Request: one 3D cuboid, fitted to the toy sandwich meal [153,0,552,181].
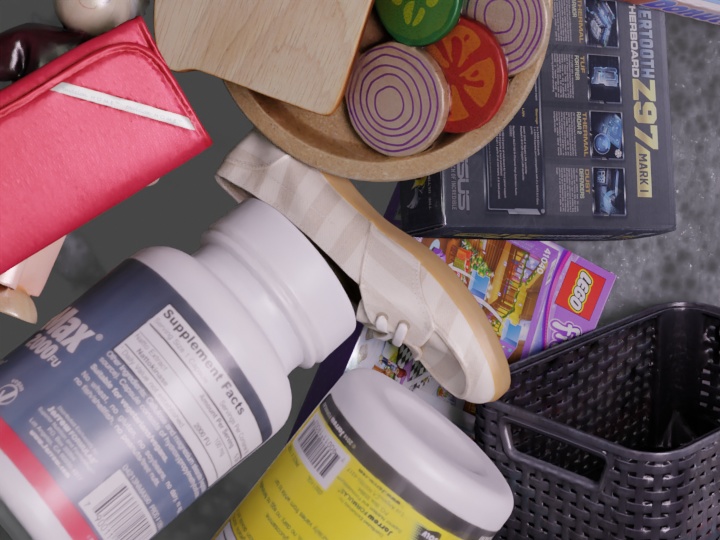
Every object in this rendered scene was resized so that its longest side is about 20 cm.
[{"bbox_3d":[-0.005,-0.136,1.023,0.204,0.070,0.207,4,104,15],"label":"toy sandwich meal"}]

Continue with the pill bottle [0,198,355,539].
[{"bbox_3d":[-0.105,0.058,1.046,0.200,0.119,0.120,-40,109,-17],"label":"pill bottle"}]

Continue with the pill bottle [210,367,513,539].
[{"bbox_3d":[-0.022,0.159,1.059,0.112,0.113,0.200,35,100,-23],"label":"pill bottle"}]

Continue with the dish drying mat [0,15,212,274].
[{"bbox_3d":[-0.174,-0.043,0.998,0.199,0.018,0.077,-32,102,-9],"label":"dish drying mat"}]

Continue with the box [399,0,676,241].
[{"bbox_3d":[0.095,-0.118,1.134,0.157,0.051,0.202,-1,86,-29],"label":"box"}]

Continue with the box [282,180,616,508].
[{"bbox_3d":[0.046,0.065,1.158,0.136,0.039,0.201,26,84,-23],"label":"box"}]

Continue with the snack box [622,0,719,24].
[{"bbox_3d":[0.189,-0.180,1.160,0.199,0.024,0.072,3,84,-49],"label":"snack box"}]

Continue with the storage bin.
[{"bbox_3d":[0.167,0.097,1.128,0.199,0.135,0.094,-18,116,-42],"label":"storage bin"}]

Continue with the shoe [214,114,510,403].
[{"bbox_3d":[0.000,0.000,1.082,0.053,0.070,0.200,-36,72,-19],"label":"shoe"}]

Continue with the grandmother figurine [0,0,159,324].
[{"bbox_3d":[-0.155,-0.077,1.043,0.121,0.061,0.201,21,87,-19],"label":"grandmother figurine"}]
